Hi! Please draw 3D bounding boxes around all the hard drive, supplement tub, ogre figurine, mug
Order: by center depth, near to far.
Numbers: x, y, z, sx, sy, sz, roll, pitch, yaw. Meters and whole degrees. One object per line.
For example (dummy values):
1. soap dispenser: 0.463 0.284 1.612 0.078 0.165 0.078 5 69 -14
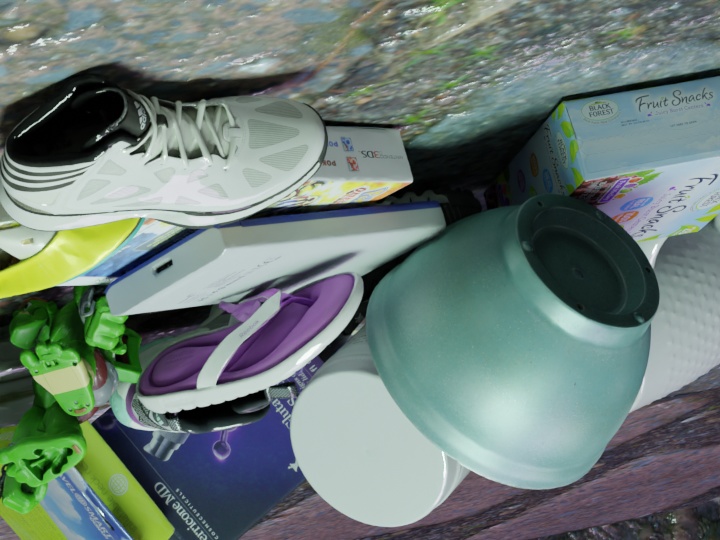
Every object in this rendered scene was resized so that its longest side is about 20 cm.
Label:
1. hard drive: -0.056 -0.009 1.617 0.200 0.025 0.132 -7 165 -43
2. ogre figurine: -0.207 0.072 1.698 0.098 0.120 0.200 6 126 1
3. supplement tub: 0.048 0.086 1.750 0.132 0.132 0.200 -25 -171 36
4. mug: 0.263 0.009 2.030 0.175 0.148 0.200 -22 142 -30

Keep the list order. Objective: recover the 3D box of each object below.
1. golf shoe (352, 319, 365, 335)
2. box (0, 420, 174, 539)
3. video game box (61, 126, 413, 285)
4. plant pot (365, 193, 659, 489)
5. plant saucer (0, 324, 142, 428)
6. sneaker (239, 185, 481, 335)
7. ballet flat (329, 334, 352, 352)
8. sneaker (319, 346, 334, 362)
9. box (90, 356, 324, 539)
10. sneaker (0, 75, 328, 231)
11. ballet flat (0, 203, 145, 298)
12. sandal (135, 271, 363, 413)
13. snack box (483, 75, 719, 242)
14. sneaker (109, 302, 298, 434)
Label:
1. golf shoe: 0.070 0.002 1.883 0.200 0.078 0.094 -18 164 -1
2. box: -0.228 0.174 1.852 0.048 0.122 0.200 -46 -162 -28
3. video game box: -0.097 -0.042 1.587 0.200 0.047 0.182 -27 165 39
4. plant pot: 0.123 0.032 1.650 0.200 0.200 0.134 -3 144 -42
5. plant saucer: -0.263 0.076 1.866 0.200 0.050 0.200 -15 166 -4
6. sneaker: 0.000 0.000 1.764 0.200 0.091 0.066 -16 167 4
7. ballet flat: 0.057 0.023 1.973 0.200 0.073 0.073 -18 166 10
8. sneaker: -0.011 0.087 2.130 0.070 0.078 0.200 -11 166 -16
9. box: -0.117 0.137 1.920 0.200 0.148 0.104 -41 179 -27
10. sneaker: -0.111 -0.071 1.383 0.200 0.076 0.115 -10 168 -10
11. ballet flat: -0.230 -0.017 1.514 0.200 0.067 0.067 -21 144 29
12. sandal: -0.086 0.047 1.637 0.203 0.083 0.050 -26 124 31
13. snack box: 0.201 -0.074 1.742 0.169 0.068 0.200 -10 166 -18
14. sneaker: -0.080 0.069 1.800 0.200 0.078 0.140 -36 -153 -26
